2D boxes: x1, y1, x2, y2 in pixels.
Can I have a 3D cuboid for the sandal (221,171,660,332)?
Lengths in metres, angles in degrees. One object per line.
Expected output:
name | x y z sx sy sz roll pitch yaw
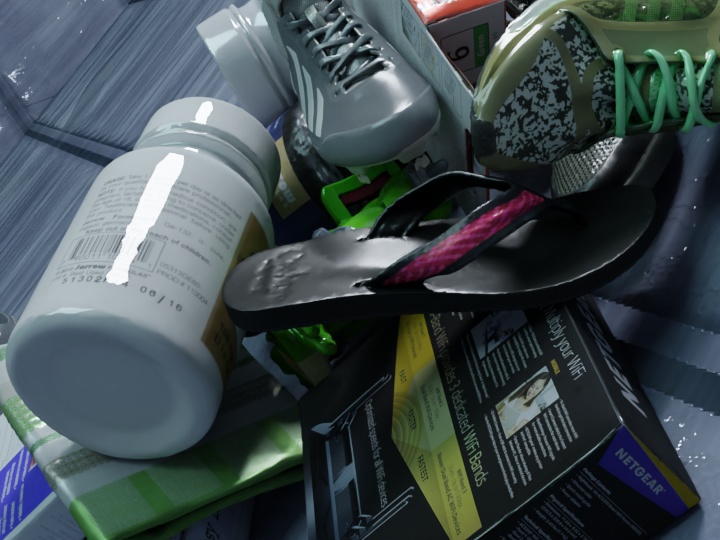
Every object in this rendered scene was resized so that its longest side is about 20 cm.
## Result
sandal | 0.034 -0.014 0.553 0.199 0.045 0.075 -9 28 4

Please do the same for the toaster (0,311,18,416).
toaster | -0.299 0.141 1.007 0.200 0.129 0.114 -51 21 -7

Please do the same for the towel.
towel | -0.125 0.084 0.739 0.149 0.031 0.200 -20 37 -25

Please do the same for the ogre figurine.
ogre figurine | 0.000 0.000 0.704 0.120 0.200 0.098 -43 62 -14

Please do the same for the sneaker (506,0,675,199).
sneaker | 0.115 -0.109 0.669 0.076 0.114 0.200 -29 31 44

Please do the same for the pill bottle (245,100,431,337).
pill bottle | -0.035 -0.048 0.847 0.200 0.112 0.112 -36 25 30

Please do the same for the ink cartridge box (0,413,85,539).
ink cartridge box | -0.217 0.134 0.847 0.200 0.043 0.198 -41 24 10

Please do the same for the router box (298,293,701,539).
router box | 0.047 0.077 0.564 0.157 0.052 0.200 -42 23 15

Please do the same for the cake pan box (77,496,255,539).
cake pan box | -0.141 0.178 0.758 0.184 0.052 0.200 -41 23 23

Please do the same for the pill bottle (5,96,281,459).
pill bottle | -0.111 -0.004 0.711 0.114 0.114 0.200 -31 29 36

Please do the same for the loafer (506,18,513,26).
loafer | 0.088 -0.138 0.818 0.072 0.063 0.200 -49 18 4

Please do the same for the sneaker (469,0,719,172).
sneaker | 0.140 -0.090 0.563 0.199 0.077 0.089 -23 30 -23

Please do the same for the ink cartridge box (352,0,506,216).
ink cartridge box | 0.048 -0.123 0.709 0.050 0.109 0.200 -21 52 -9

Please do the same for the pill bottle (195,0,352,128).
pill bottle | -0.008 -0.183 0.879 0.200 0.120 0.120 -31 23 -1

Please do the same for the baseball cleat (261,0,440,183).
baseball cleat | -0.018 -0.120 0.692 0.070 0.107 0.200 -31 26 -5
